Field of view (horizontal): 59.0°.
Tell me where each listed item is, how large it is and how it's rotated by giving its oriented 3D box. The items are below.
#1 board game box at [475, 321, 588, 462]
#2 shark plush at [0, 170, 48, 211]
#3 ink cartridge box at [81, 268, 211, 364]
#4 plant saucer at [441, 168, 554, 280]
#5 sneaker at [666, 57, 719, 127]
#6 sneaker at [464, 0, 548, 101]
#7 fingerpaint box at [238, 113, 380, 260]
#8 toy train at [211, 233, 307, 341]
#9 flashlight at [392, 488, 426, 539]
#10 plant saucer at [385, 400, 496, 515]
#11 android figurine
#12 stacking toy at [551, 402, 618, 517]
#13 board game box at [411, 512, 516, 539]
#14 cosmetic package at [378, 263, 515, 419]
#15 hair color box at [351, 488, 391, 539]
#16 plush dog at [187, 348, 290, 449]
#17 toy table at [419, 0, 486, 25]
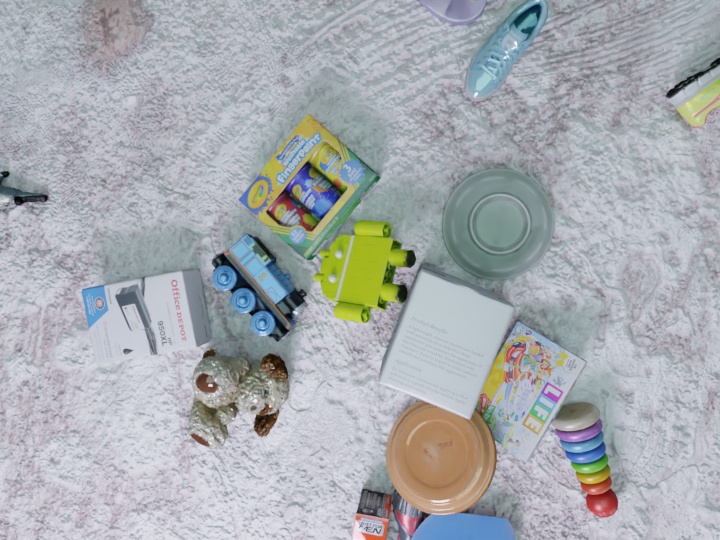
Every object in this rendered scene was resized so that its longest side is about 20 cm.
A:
[{"bbox_3d":[0.286,0.210,1.115,0.134,0.034,0.201,31,96,28],"label":"board game box"},{"bbox_3d":[-0.708,-0.164,1.222,0.199,0.091,0.084,6,63,11],"label":"shark plush"},{"bbox_3d":[-0.396,0.084,1.186,0.199,0.084,0.146,-11,92,6],"label":"ink cartridge box"},{"bbox_3d":[0.244,-0.081,1.124,0.199,0.050,0.202,0,93,7],"label":"plant saucer"},{"bbox_3d":[0.621,-0.313,1.065,0.199,0.078,0.091,-32,97,13],"label":"sneaker"},{"bbox_3d":[0.247,-0.386,1.093,0.074,0.082,0.201,35,96,5],"label":"sneaker"},{"bbox_3d":[-0.090,-0.147,1.146,0.167,0.073,0.200,42,96,3],"label":"fingerpaint box"},{"bbox_3d":[-0.182,0.032,1.162,0.114,0.087,0.200,-41,88,1],"label":"toy train"},{"bbox_3d":[0.074,0.500,1.167,0.068,0.068,0.201,13,99,3],"label":"flashlight"},{"bbox_3d":[0.137,0.321,1.115,0.199,0.032,0.202,-8,67,21],"label":"plant saucer"},{"bbox_3d":[0.000,0.000,1.117,0.199,0.041,0.183,9,80,37],"label":"android figurine"},{"bbox_3d":[0.400,0.339,1.114,0.085,0.085,0.201,-17,95,7],"label":"stacking toy"},{"bbox_3d":[0.180,0.501,1.153,0.199,0.039,0.159,10,102,-9],"label":"board game box"},{"bbox_3d":[0.141,0.113,1.085,0.164,0.165,0.201,22,95,3],"label":"cosmetic package"},{"bbox_3d":[0.009,0.516,1.148,0.064,0.111,0.201,9,94,5],"label":"hair color box"},{"bbox_3d":[-0.215,0.215,1.164,0.171,0.161,0.201,9,122,-8],"label":"plush dog"},{"bbox_3d":[0.143,-0.526,1.082,0.184,0.117,0.200,-45,88,7],"label":"toy table"}]
